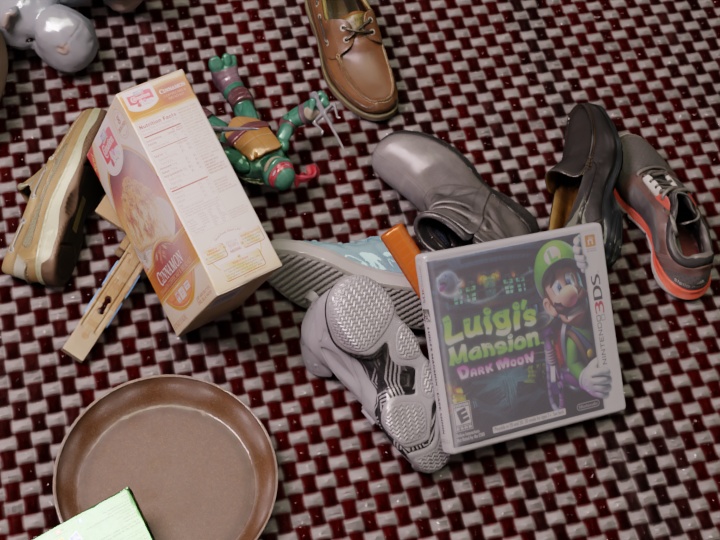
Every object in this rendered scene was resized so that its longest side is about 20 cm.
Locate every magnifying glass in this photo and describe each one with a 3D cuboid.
[{"bbox_3d":[0.083,0.045,1.264,0.079,0.022,0.201,-32,98,6],"label":"magnifying glass"}]

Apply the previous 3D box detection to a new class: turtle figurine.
[{"bbox_3d":[-0.114,-0.142,1.368,0.149,0.101,0.200,-20,46,-34],"label":"turtle figurine"}]

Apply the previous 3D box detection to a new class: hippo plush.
[{"bbox_3d":[-0.318,-0.305,1.407,0.199,0.159,0.162,34,70,-8],"label":"hippo plush"}]

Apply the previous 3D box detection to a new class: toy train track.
[{"bbox_3d":[-0.229,0.003,1.303,0.114,0.033,0.201,34,65,-9],"label":"toy train track"}]

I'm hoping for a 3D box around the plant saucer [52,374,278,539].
[{"bbox_3d":[-0.173,0.189,1.196,0.198,0.032,0.202,4,58,-6],"label":"plant saucer"}]

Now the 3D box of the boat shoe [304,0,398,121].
[{"bbox_3d":[-0.014,-0.257,1.469,0.071,0.068,0.201,-18,63,-19],"label":"boat shoe"}]

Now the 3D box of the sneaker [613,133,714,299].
[{"bbox_3d":[0.321,-0.072,1.389,0.076,0.082,0.201,-14,61,-15],"label":"sneaker"}]

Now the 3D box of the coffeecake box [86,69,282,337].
[{"bbox_3d":[-0.168,-0.059,1.241,0.073,0.153,0.201,-25,84,-26],"label":"coffeecake box"}]

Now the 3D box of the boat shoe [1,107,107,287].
[{"bbox_3d":[-0.305,-0.080,1.328,0.075,0.072,0.202,7,57,11],"label":"boat shoe"}]

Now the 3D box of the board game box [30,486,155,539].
[{"bbox_3d":[-0.259,0.274,1.113,0.199,0.024,0.105,-27,67,-9],"label":"board game box"}]

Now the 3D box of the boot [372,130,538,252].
[{"bbox_3d":[0.080,-0.066,1.323,0.199,0.070,0.132,31,27,13],"label":"boot"}]

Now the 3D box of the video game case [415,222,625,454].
[{"bbox_3d":[0.152,0.060,1.246,0.198,0.023,0.184,-10,93,-25],"label":"video game case"}]

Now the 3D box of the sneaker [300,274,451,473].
[{"bbox_3d":[0.013,0.096,1.254,0.075,0.115,0.201,-34,102,-24],"label":"sneaker"}]

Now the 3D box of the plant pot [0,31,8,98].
[{"bbox_3d":[-0.469,-0.223,1.298,0.198,0.174,0.202,-4,68,10],"label":"plant pot"}]

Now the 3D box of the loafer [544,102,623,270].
[{"bbox_3d":[0.227,-0.095,1.388,0.072,0.073,0.202,16,55,-21],"label":"loafer"}]

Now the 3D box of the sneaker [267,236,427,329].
[{"bbox_3d":[0.000,0.000,1.320,0.198,0.074,0.082,16,40,-1],"label":"sneaker"}]
